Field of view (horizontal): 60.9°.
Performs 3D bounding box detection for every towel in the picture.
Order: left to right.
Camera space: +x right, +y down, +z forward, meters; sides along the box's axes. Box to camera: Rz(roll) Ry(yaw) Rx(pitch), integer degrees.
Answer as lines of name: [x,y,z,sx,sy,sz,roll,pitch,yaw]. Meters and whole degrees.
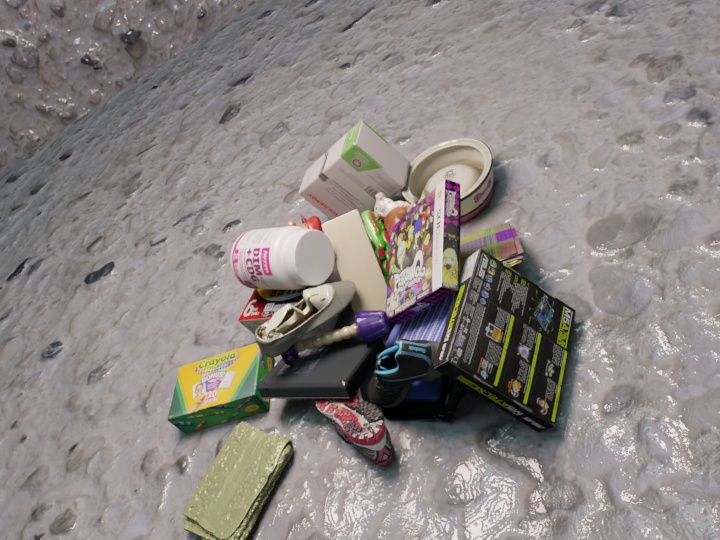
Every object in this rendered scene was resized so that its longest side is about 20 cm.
towel: [-0.207,0.361,1.034,0.146,0.037,0.202,7,56,38]
towel: [0.106,0.087,1.015,0.147,0.024,0.199,-63,18,-11]
towel: [0.212,-0.031,1.081,0.141,0.023,0.200,-19,15,14]

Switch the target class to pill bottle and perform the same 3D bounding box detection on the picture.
pill bottle: [-0.145,-0.022,1.131,0.197,0.114,0.115,-1,49,47]

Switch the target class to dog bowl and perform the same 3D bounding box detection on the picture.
dog bowl: [0.185,-0.177,1.258,0.196,0.074,0.203,-19,43,18]

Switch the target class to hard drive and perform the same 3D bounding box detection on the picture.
hard drive: [-0.068,0.170,1.073,0.197,0.033,0.140,-9,23,35]

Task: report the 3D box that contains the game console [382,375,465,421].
game console: [0.115,0.127,0.989,0.114,0.178,0.203,13,55,6]

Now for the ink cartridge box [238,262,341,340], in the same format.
ink cartridge box: [-0.121,0.045,1.214,0.197,0.084,0.178,-10,45,41]

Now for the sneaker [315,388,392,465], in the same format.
sneaker: [-0.014,0.243,0.997,0.080,0.076,0.200,-30,27,-12]

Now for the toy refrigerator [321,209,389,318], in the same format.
toy refrigerator: [0.000,0.000,1.128,0.074,0.070,0.204,-22,84,3]

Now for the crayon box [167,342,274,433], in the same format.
crayon box: [-0.266,0.226,1.181,0.196,0.059,0.121,-19,44,17]

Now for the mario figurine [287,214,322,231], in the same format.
mario figurine: [-0.170,-0.056,1.347,0.199,0.107,0.123,-41,39,-10]

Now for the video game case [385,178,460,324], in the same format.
video game case: [0.101,-0.025,1.017,0.200,0.035,0.186,141,138,-60]

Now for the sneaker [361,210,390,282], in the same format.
sneaker: [0.029,-0.027,1.233,0.084,0.075,0.203,-49,36,38]

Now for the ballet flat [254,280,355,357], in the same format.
ballet flat: [-0.094,0.070,1.045,0.199,0.064,0.067,-38,41,-8]

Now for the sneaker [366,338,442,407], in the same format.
sneaker: [0.050,0.151,0.942,0.200,0.080,0.075,130,148,-49]

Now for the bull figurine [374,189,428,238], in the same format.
bull figurine: [0.091,-0.080,1.180,0.121,0.064,0.204,-45,56,44]

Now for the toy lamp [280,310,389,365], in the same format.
toy lamp: [-0.045,0.113,1.060,0.196,0.059,0.059,-19,43,14]

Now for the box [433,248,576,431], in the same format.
box: [0.218,0.099,0.901,0.047,0.191,0.203,-39,23,55]

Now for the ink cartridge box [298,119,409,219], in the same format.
ink cartridge box: [-0.015,-0.197,1.300,0.199,0.144,0.085,-31,33,41]
